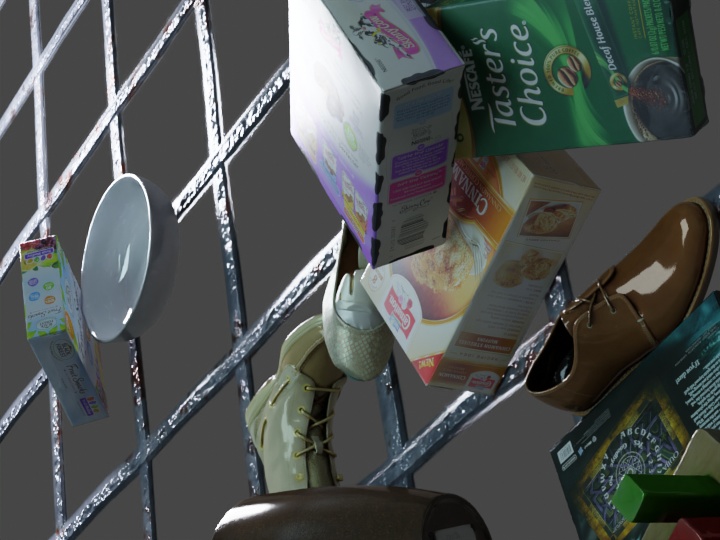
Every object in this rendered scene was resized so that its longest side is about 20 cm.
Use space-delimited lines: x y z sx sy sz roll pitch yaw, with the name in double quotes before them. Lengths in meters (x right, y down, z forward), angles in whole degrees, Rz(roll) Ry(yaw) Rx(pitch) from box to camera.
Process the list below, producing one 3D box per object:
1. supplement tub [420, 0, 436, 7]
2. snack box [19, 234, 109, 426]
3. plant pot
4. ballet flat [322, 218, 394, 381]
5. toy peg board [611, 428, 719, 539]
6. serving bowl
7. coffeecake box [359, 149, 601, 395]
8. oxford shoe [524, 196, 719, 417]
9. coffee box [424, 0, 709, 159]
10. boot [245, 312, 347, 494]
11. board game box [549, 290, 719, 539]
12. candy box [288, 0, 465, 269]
"supplement tub" 0.047 -0.168 1.450 0.107 0.106 0.203 8 88 59
"snack box" -0.357 0.076 2.005 0.201 0.052 0.143 77 178 -53
"plant pot" 0.007 0.251 1.343 0.199 0.186 0.189 -23 60 37
"ballet flat" 0.000 0.000 1.485 0.063 0.067 0.202 90 -179 -58
"toy peg board" 0.210 0.235 1.025 0.199 0.097 0.202 45 122 46
"serving bowl" -0.263 -0.010 1.962 0.200 0.065 0.203 -26 59 55
"coffeecake box" 0.093 -0.026 1.361 0.201 0.072 0.154 -65 34 24
"oxford shoe" 0.187 0.028 1.190 0.201 0.071 0.072 -59 34 28
"coffee box" 0.147 -0.149 1.212 0.198 0.044 0.124 -1 111 32
"boot" -0.041 0.148 1.531 0.200 0.072 0.157 -53 39 40
"board game box" 0.214 0.128 1.150 0.200 0.028 0.136 -51 41 38
"candy box" 0.007 -0.132 1.287 0.201 0.071 0.169 93 152 -51
